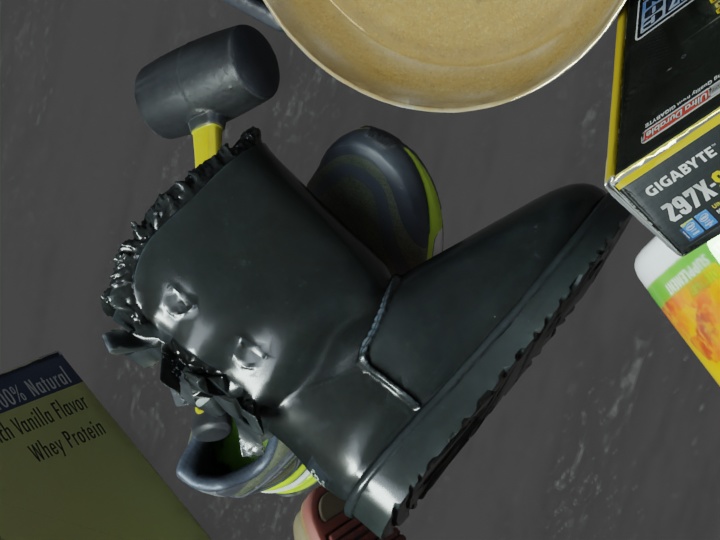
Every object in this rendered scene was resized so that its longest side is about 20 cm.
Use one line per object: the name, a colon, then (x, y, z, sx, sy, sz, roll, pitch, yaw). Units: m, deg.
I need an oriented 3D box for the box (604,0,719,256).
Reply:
box: (0.184, -0.113, 0.807, 0.200, 0.160, 0.049, -34, 114, 31)

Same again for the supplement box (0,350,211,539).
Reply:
supplement box: (-0.177, 0.174, 1.045, 0.200, 0.200, 0.134, 50, 118, 10)

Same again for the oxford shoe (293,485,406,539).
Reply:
oxford shoe: (0.011, 0.199, 1.025, 0.075, 0.070, 0.200, -30, 84, 36)

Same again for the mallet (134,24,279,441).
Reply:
mallet: (-0.061, -0.022, 0.986, 0.066, 0.041, 0.200, -27, 56, 28)

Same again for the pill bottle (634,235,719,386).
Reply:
pill bottle: (0.209, 0.044, 0.858, 0.111, 0.111, 0.200, -41, 80, 29)

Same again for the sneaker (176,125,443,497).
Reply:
sneaker: (-0.025, 0.027, 1.000, 0.074, 0.081, 0.200, 29, 113, 20)

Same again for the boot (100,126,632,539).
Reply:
boot: (0.000, 0.000, 0.930, 0.162, 0.073, 0.198, 38, 75, 11)

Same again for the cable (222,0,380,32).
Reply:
cable: (-0.049, -0.203, 0.983, 0.200, 0.051, 0.163, 32, 114, 20)

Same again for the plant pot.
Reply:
plant pot: (0.035, -0.167, 0.906, 0.200, 0.027, 0.200, 8, 107, 28)
